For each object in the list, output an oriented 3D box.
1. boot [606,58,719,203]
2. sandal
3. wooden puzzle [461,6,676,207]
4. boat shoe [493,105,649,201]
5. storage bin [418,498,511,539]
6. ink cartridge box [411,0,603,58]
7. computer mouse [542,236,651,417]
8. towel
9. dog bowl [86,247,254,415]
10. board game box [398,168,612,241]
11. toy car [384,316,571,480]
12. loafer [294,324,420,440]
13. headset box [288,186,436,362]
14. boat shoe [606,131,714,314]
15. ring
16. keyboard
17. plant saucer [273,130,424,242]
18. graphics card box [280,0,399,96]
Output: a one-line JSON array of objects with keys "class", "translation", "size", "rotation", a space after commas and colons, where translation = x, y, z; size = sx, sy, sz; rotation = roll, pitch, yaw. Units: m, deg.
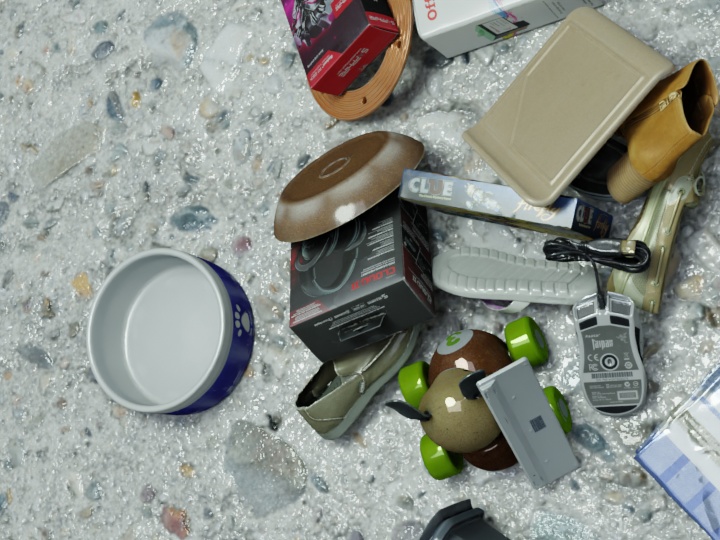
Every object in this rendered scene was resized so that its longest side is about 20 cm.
[{"class": "boot", "translation": [0.309, -0.177, 1.411], "size": [0.144, 0.071, 0.202], "rotation": [-47, 29, 46]}, {"class": "sandal", "translation": [0.166, 0.021, 1.507], "size": [0.202, 0.082, 0.050], "rotation": [9, 126, 27]}, {"class": "wooden puzzle", "translation": [0.215, -0.171, 1.428], "size": [0.200, 0.037, 0.185], "rotation": [-46, 36, 8]}, {"class": "boat shoe", "translation": [0.225, -0.130, 1.498], "size": [0.199, 0.071, 0.072], "rotation": [23, 90, 27]}, {"class": "storage bin", "translation": [0.122, 0.334, 1.398], "size": [0.134, 0.200, 0.146], "rotation": [27, 92, 18]}, {"class": "ink cartridge box", "translation": [0.159, -0.349, 1.565], "size": [0.199, 0.084, 0.145], "rotation": [-16, 73, 22]}, {"class": "computer mouse", "translation": [0.257, 0.057, 1.433], "size": [0.109, 0.044, 0.201], "rotation": [-4, 109, 18]}, {"class": "towel", "translation": [0.393, 0.169, 1.388], "size": [0.200, 0.024, 0.147], "rotation": [-48, 67, 12]}, {"class": "dog bowl", "translation": [-0.233, 0.077, 1.675], "size": [0.199, 0.079, 0.201], "rotation": [-5, 79, 25]}, {"class": "board game box", "translation": [0.159, -0.069, 1.482], "size": [0.199, 0.135, 0.035], "rotation": [12, 90, 26]}, {"class": "toy car", "translation": [0.105, 0.129, 1.434], "size": [0.164, 0.200, 0.158], "rotation": [-24, 71, 19]}, {"class": "loafer", "translation": [-0.005, 0.102, 1.553], "size": [0.200, 0.070, 0.075], "rotation": [-56, 34, 7]}, {"class": "headset box", "translation": [0.000, 0.000, 1.533], "size": [0.148, 0.077, 0.200], "rotation": [-23, 41, 21]}, {"class": "boat shoe", "translation": [0.328, -0.055, 1.438], "size": [0.063, 0.073, 0.201], "rotation": [27, 94, 16]}, {"class": "ring", "translation": [-0.001, -0.278, 1.630], "size": [0.200, 0.019, 0.201], "rotation": [-7, 81, 49]}, {"class": "keyboard", "translation": [0.174, 0.160, 1.400], "size": [0.056, 0.200, 0.011], "rotation": [-32, 44, -2]}, {"class": "plant saucer", "translation": [-0.022, -0.105, 1.554], "size": [0.200, 0.201, 0.037], "rotation": [-25, 112, 19]}, {"class": "graphics card box", "translation": [-0.034, -0.325, 1.622], "size": [0.125, 0.051, 0.201], "rotation": [-41, 55, 40]}]
